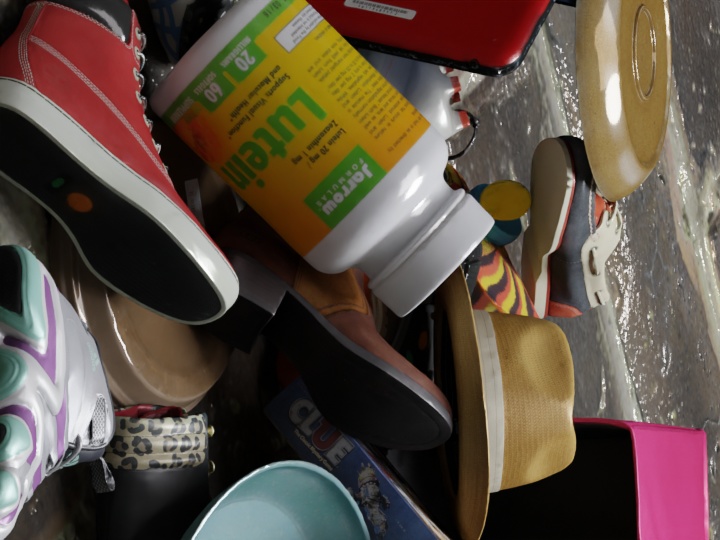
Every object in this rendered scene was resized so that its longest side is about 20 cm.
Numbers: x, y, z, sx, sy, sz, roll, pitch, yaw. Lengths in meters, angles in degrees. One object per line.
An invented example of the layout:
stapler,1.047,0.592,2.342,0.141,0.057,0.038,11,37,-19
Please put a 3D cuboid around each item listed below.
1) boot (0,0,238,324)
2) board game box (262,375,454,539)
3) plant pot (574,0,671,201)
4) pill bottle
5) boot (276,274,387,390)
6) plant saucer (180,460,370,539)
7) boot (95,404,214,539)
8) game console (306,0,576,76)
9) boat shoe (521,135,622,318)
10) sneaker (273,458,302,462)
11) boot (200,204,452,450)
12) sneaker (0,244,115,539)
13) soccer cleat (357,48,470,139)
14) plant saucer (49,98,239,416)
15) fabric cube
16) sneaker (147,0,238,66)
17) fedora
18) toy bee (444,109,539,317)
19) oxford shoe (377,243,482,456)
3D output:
boot,-0.127,-0.075,1.497,0.200,0.072,0.144,47,41,-25
board game box,0.030,0.165,1.644,0.035,0.200,0.136,-42,147,1
plant pot,0.182,-0.147,1.776,0.200,0.027,0.201,-1,90,-72
pill bottle,-0.019,-0.070,1.565,0.200,0.111,0.111,44,36,-3
boot,-0.032,-0.005,1.728,0.107,0.075,0.201,38,53,-40
plant saucer,-0.063,0.207,1.515,0.200,0.036,0.201,-10,103,-53
boot,-0.096,0.157,1.557,0.203,0.073,0.154,2,90,-59
game console,0.047,-0.175,1.755,0.119,0.199,0.173,76,35,-49
boat shoe,0.151,-0.030,1.831,0.200,0.062,0.071,92,-8,-57
sneaker,0.000,0.213,1.703,0.081,0.115,0.200,-48,129,-55
boot,0.000,0.000,1.652,0.069,0.188,0.200,-58,-176,45
sneaker,-0.176,0.100,1.410,0.140,0.078,0.201,47,47,-50
soccer cleat,0.019,-0.141,1.805,0.200,0.077,0.069,-108,-177,-60
plant saucer,-0.122,-0.006,1.584,0.200,0.029,0.201,16,72,-61
fabric cube,0.132,0.207,1.858,0.199,0.196,0.201,10,78,-68
sneaker,-0.118,-0.205,1.580,0.072,0.072,0.200,-49,146,-33
fedora,0.093,0.083,1.691,0.201,0.082,0.201,177,-90,-86
toy bee,0.051,-0.033,1.857,0.109,0.200,0.131,18,112,-44
oxford shoe,0.007,0.054,1.789,0.200,0.084,0.073,-64,152,-11
